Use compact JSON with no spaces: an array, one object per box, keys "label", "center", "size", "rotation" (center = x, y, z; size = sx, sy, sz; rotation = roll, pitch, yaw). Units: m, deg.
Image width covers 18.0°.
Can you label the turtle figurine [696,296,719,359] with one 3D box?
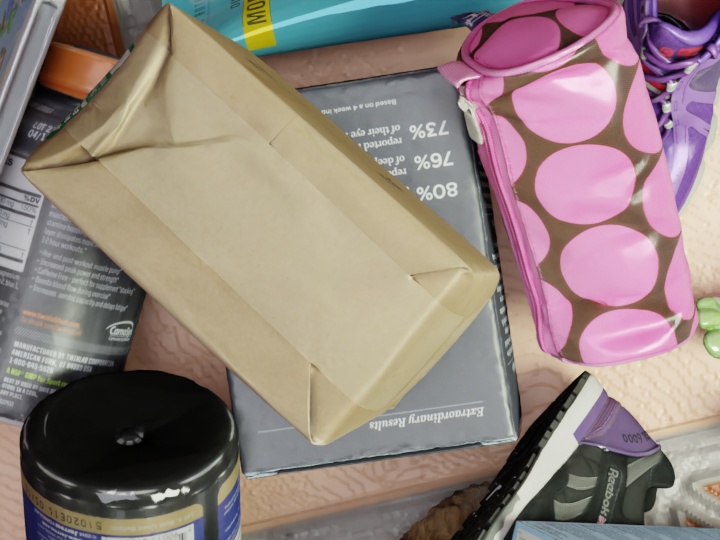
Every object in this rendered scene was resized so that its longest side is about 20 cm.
[{"label":"turtle figurine","center":[0.269,0.029,1.142],"size":[0.194,0.200,0.144],"rotation":[-28,122,29]}]

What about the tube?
[{"label":"tube","center":[-0.010,-0.148,1.227],"size":[0.200,0.077,0.050],"rotation":[-7,135,7]}]

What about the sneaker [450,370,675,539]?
[{"label":"sneaker","center":[0.103,0.139,1.163],"size":[0.088,0.200,0.076],"rotation":[41,139,0]}]

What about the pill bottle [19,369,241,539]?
[{"label":"pill bottle","center":[-0.117,0.162,1.188],"size":[0.112,0.112,0.200],"rotation":[5,122,6]}]

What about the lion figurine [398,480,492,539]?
[{"label":"lion figurine","center":[0.007,0.194,1.224],"size":[0.200,0.072,0.123],"rotation":[-20,56,13]}]

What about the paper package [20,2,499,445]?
[{"label":"paper package","center":[-0.039,-0.020,1.056],"size":[0.191,0.200,0.103],"rotation":[41,95,5]}]

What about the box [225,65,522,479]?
[{"label":"box","center":[0.000,0.000,1.204],"size":[0.148,0.104,0.200],"rotation":[-7,92,6]}]

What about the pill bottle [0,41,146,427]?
[{"label":"pill bottle","center":[-0.160,-0.019,1.220],"size":[0.106,0.106,0.200],"rotation":[17,94,5]}]

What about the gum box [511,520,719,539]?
[{"label":"gum box","center":[0.141,0.215,1.155],"size":[0.045,0.200,0.170],"rotation":[21,101,48]}]

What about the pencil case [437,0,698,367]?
[{"label":"pencil case","center":[0.108,-0.040,1.148],"size":[0.094,0.091,0.200],"rotation":[-32,121,-19]}]

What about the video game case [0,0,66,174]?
[{"label":"video game case","center":[-0.201,-0.106,1.210],"size":[0.017,0.143,0.200],"rotation":[20,94,-26]}]

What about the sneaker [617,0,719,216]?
[{"label":"sneaker","center":[0.155,-0.110,1.181],"size":[0.081,0.083,0.200],"rotation":[11,112,4]}]
